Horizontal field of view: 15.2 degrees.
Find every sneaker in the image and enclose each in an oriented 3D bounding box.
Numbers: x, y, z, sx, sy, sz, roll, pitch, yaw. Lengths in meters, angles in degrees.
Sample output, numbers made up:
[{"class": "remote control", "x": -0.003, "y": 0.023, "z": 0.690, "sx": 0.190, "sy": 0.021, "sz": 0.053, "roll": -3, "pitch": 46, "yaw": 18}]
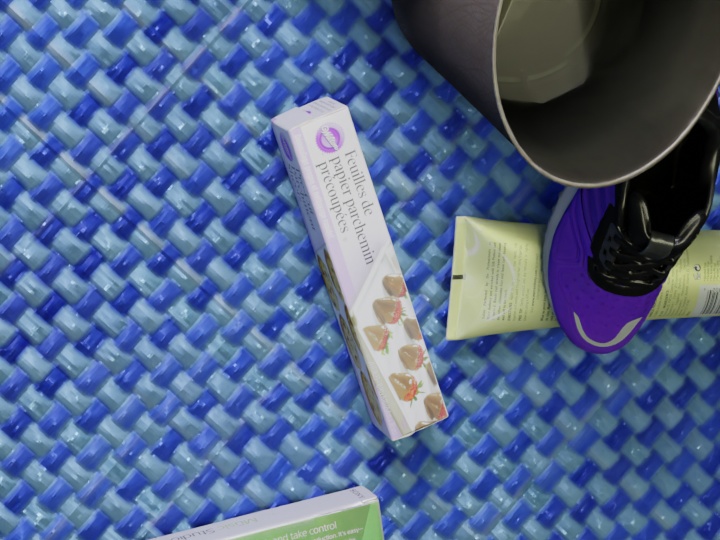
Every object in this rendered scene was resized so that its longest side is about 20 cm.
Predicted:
[{"class": "sneaker", "x": 0.154, "y": -0.027, "z": 1.517, "sx": 0.069, "sy": 0.100, "sz": 0.201, "roll": 7, "pitch": 120, "yaw": -12}]

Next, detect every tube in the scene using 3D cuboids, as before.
[{"class": "tube", "x": 0.148, "y": 0.001, "z": 1.612, "sx": 0.199, "sy": 0.052, "sz": 0.058, "roll": -2, "pitch": 68, "yaw": -15}]

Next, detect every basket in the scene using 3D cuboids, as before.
[{"class": "basket", "x": 0.101, "y": -0.148, "z": 1.476, "sx": 0.136, "sy": 0.200, "sz": 0.181, "roll": 19, "pitch": 94, "yaw": -22}]

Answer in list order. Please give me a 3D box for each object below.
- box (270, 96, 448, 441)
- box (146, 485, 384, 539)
[{"class": "box", "x": 0.000, "y": 0.000, "z": 1.560, "sx": 0.039, "sy": 0.041, "sz": 0.201, "roll": -23, "pitch": 109, "yaw": -14}, {"class": "box", "x": -0.046, "y": 0.239, "z": 1.600, "sx": 0.144, "sy": 0.036, "sz": 0.201, "roll": -12, "pitch": 107, "yaw": -17}]
